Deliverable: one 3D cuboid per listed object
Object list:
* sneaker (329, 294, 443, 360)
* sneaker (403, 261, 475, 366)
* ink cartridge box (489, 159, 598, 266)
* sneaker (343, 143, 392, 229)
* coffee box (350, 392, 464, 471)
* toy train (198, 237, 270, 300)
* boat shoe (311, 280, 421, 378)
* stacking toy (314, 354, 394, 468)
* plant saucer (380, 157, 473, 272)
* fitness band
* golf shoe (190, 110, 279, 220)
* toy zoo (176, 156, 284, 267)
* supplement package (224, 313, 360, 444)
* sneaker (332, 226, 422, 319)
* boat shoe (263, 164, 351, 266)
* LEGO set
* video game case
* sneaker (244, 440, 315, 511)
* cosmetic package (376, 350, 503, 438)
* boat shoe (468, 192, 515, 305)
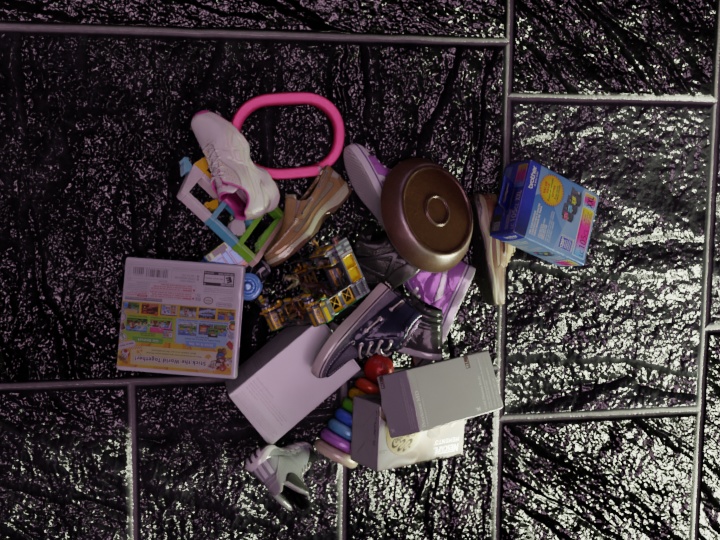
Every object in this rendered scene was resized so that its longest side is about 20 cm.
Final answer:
[{"bbox_3d":[0.051,0.083,1.712,0.198,0.071,0.100,12,94,5],"label":"sneaker"},{"bbox_3d":[0.112,0.065,1.772,0.113,0.073,0.202,23,91,0],"label":"sneaker"},{"bbox_3d":[0.308,-0.102,1.750,0.198,0.076,0.138,21,76,-26],"label":"ink cartridge box"},{"bbox_3d":[0.058,-0.150,1.744,0.114,0.073,0.201,-38,99,-24],"label":"sneaker"},{"bbox_3d":[0.085,0.270,1.748,0.198,0.079,0.115,-1,97,-38],"label":"coffee box"},{"bbox_3d":[-0.249,0.029,1.689,0.199,0.087,0.115,-37,93,-3],"label":"toy train"},{"bbox_3d":[0.014,0.114,1.628,0.092,0.075,0.200,37,76,17],"label":"boat shoe"},{"bbox_3d":[-0.003,0.239,1.769,0.085,0.085,0.202,27,86,-13],"label":"stacking toy"},{"bbox_3d":[0.122,-0.098,1.704,0.199,0.034,0.203,11,71,-35],"label":"plant saucer"},{"bbox_3d":[-0.123,-0.228,1.703,0.197,0.037,0.146,-5,98,-12],"label":"fitness band"},{"bbox_3d":[-0.215,-0.169,1.632,0.201,0.075,0.091,51,45,-3],"label":"golf shoe"},{"bbox_3d":[-0.219,-0.115,1.662,0.200,0.020,0.132,44,42,-13],"label":"toy zoo"},{"bbox_3d":[-0.118,0.177,1.714,0.199,0.117,0.118,-40,103,-4],"label":"supplement package"},{"bbox_3d":[0.000,0.000,1.724,0.199,0.076,0.115,-35,96,21],"label":"sneaker"},{"bbox_3d":[-0.102,-0.095,1.670,0.076,0.071,0.200,49,62,-18],"label":"boat shoe"},{"bbox_3d":[-0.089,0.016,1.646,0.153,0.199,0.117,-30,102,-27],"label":"LEGO set"},{"bbox_3d":[-0.291,0.076,1.636,0.197,0.023,0.185,4,87,4],"label":"video game case"},{"bbox_3d":[-0.113,0.354,1.691,0.075,0.200,0.116,-44,68,14],"label":"sneaker"},{"bbox_3d":[0.133,0.205,1.680,0.199,0.090,0.108,-10,83,-42],"label":"cosmetic package"},{"bbox_3d":[0.240,-0.040,1.783,0.073,0.076,0.203,-10,99,-15],"label":"boat shoe"}]
